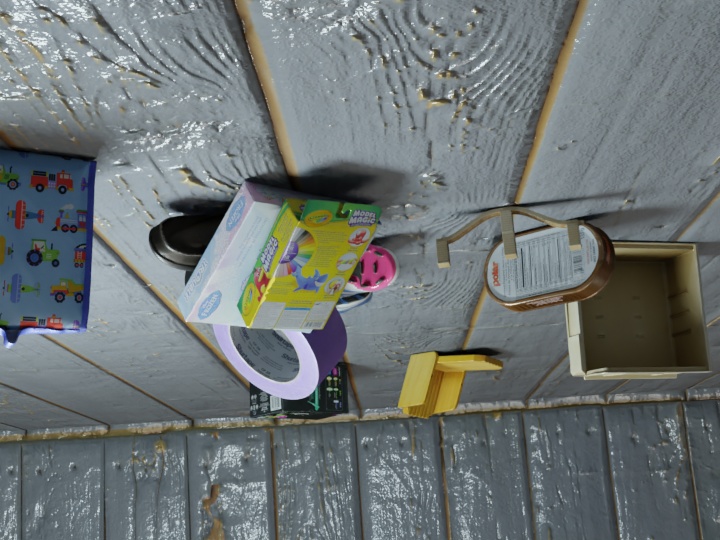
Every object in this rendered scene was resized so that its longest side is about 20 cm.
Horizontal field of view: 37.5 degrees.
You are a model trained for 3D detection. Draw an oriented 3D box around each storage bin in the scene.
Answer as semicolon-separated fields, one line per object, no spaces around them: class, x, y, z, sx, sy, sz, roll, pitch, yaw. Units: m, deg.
storage bin;0.424;0.064;1.647;0.197;0.202;0.094;1;168;-17

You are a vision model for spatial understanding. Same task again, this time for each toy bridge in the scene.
toy bridge;0.198;-0.050;1.413;0.198;0.068;0.027;-8;165;12

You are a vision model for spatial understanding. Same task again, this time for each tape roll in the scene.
tape roll;-0.125;0.094;1.631;0.199;0.201;0.085;-18;-158;46

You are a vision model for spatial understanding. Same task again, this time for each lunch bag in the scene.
lunch bag;-0.366;-0.019;1.133;0.149;0.202;0.094;5;164;-27

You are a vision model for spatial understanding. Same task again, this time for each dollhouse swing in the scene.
dollhouse swing;0.225;0.282;2.552;0.175;0.183;0.200;12;174;29

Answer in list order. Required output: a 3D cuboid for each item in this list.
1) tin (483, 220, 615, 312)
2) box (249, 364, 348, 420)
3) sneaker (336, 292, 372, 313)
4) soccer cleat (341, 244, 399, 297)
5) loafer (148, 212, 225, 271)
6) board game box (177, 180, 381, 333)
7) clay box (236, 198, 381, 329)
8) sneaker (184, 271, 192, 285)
tin;0.265;-0.007;1.514;0.199;0.113;0.042;-15;152;36
box;-0.148;0.291;2.558;0.199;0.126;0.148;7;163;-38
sneaker;-0.073;0.048;1.717;0.198;0.076;0.077;-5;162;12
soccer cleat;0.000;0.000;1.589;0.086;0.071;0.199;-3;175;-43
loafer;-0.173;-0.050;1.355;0.198;0.073;0.071;-4;148;-32
board game box;-0.103;-0.010;1.348;0.198;0.044;0.201;8;128;-40
clay box;-0.063;-0.015;1.296;0.114;0.048;0.201;3;129;-35
sneaker;-0.161;0.001;1.531;0.107;0.068;0.201;13;156;-41
